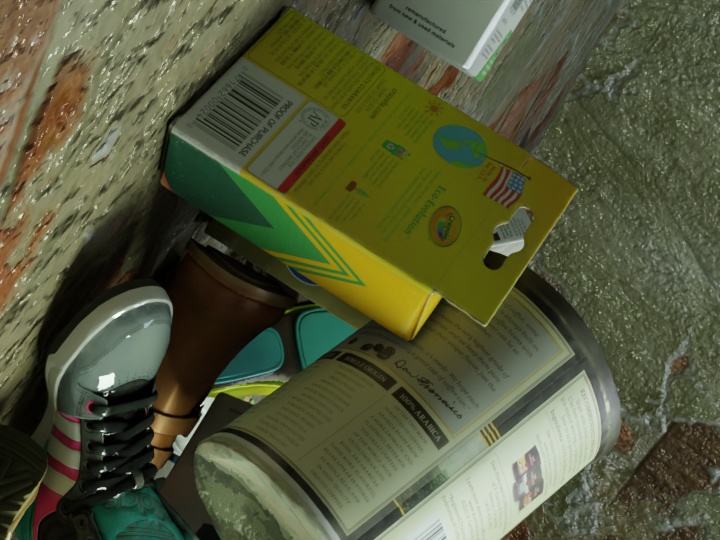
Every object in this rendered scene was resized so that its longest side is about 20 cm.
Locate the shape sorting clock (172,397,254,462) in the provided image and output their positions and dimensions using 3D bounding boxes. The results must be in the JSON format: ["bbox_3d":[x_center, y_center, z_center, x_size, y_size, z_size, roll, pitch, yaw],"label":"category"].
[{"bbox_3d":[-0.136,0.175,1.402,0.200,0.039,0.201,23,90,-82],"label":"shape sorting clock"}]

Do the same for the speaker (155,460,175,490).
[{"bbox_3d":[-0.197,0.220,1.136,0.200,0.081,0.081,-45,166,-56],"label":"speaker"}]

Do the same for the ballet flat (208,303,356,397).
[{"bbox_3d":[-0.059,0.062,1.117,0.199,0.067,0.067,-1,168,-29],"label":"ballet flat"}]

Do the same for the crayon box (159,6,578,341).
[{"bbox_3d":[0.006,-0.048,0.856,0.127,0.199,0.051,-51,169,-38],"label":"crayon box"}]

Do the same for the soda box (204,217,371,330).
[{"bbox_3d":[0.000,0.000,1.012,0.064,0.199,0.068,-57,179,5],"label":"soda box"}]

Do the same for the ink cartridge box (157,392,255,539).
[{"bbox_3d":[-0.087,0.203,0.963,0.201,0.084,0.146,-60,153,-24],"label":"ink cartridge box"}]

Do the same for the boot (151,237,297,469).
[{"bbox_3d":[-0.110,0.067,0.924,0.155,0.073,0.200,-62,-171,-10],"label":"boot"}]

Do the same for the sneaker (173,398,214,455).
[{"bbox_3d":[-0.098,0.147,1.271,0.078,0.099,0.201,-60,154,-30],"label":"sneaker"}]

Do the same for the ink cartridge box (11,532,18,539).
[{"bbox_3d":[-0.218,0.251,0.975,0.200,0.117,0.067,-52,170,-38],"label":"ink cartridge box"}]

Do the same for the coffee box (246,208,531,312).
[{"bbox_3d":[0.020,-0.009,1.194,0.199,0.080,0.113,-12,152,-23],"label":"coffee box"}]

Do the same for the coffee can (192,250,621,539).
[{"bbox_3d":[0.027,0.100,0.870,0.200,0.146,0.147,-34,163,-27],"label":"coffee can"}]

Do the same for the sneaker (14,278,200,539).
[{"bbox_3d":[-0.130,0.111,0.840,0.083,0.121,0.201,-12,141,-42],"label":"sneaker"}]

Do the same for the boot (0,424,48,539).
[{"bbox_3d":[-0.239,0.197,0.804,0.201,0.066,0.175,-62,172,24],"label":"boot"}]

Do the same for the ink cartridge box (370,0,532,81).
[{"bbox_3d":[0.100,-0.243,1.095,0.201,0.084,0.145,-58,175,8],"label":"ink cartridge box"}]
